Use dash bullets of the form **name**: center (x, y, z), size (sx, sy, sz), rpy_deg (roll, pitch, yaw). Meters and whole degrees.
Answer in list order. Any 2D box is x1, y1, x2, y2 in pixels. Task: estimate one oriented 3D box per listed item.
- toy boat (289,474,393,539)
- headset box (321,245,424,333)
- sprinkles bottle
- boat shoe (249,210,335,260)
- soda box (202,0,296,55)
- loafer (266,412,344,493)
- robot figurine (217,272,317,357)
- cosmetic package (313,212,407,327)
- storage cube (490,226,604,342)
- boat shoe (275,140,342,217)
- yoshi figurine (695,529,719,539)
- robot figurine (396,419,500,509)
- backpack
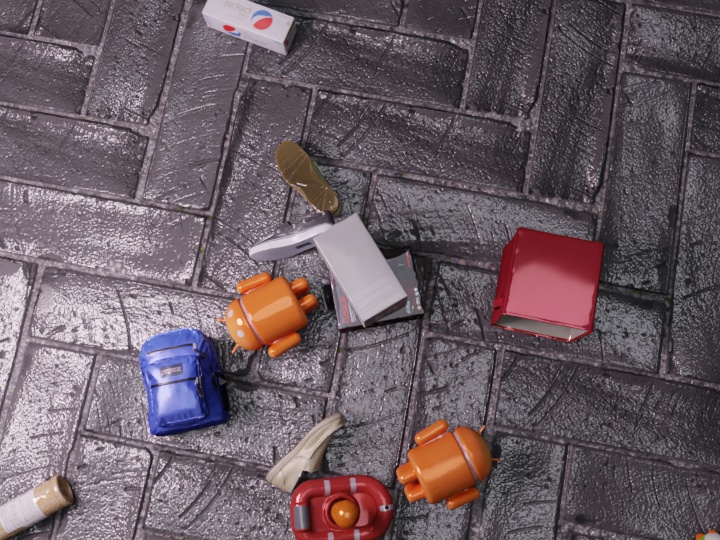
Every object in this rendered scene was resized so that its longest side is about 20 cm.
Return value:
- **toy boat**: center (-0.032, 0.466, 1.477), size (0.200, 0.131, 0.131), rpy_deg (-3, 79, -14)
- **headset box**: center (0.021, 0.042, 1.594), size (0.200, 0.075, 0.149), rpy_deg (-10, 79, -1)
- **sprinkles bottle**: center (-0.676, 0.483, 1.522), size (0.200, 0.068, 0.068), rpy_deg (-29, 80, -5)
- **boat shoe**: center (-0.144, -0.077, 1.610), size (0.200, 0.070, 0.066), rpy_deg (-19, 66, 19)
- **soda box**: center (-0.247, -0.557, 1.718), size (0.200, 0.064, 0.068), rpy_deg (22, 80, 4)
- **loafer**: center (-0.099, 0.367, 1.538), size (0.200, 0.076, 0.068), rpy_deg (-45, 83, 2)
- **robot figurine**: center (-0.186, 0.090, 1.559), size (0.200, 0.117, 0.144), rpy_deg (-27, 118, -4)
- **cosmetic package**: center (0.000, 0.000, 1.522), size (0.107, 0.090, 0.200), rpy_deg (-29, 76, -5)
- **storage cube**: center (0.374, 0.033, 1.544), size (0.200, 0.171, 0.180), rpy_deg (10, 78, 3)
- **boat shoe**: center (-0.110, -0.195, 1.657), size (0.073, 0.063, 0.201), rpy_deg (-44, 75, 5)
- **yoshi figurine**: center (0.736, 0.543, 1.477), size (0.200, 0.112, 0.113), rpy_deg (-23, 86, -1)
- **robot figurine**: center (0.172, 0.383, 1.508), size (0.200, 0.117, 0.144), rpy_deg (-25, 53, -3)
- **backpack**: center (-0.350, 0.213, 1.523), size (0.162, 0.168, 0.200), rpy_deg (-10, 75, -8)
